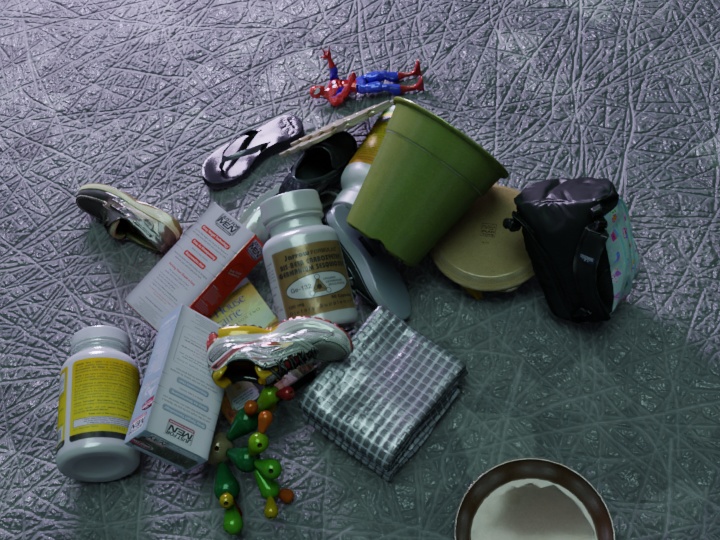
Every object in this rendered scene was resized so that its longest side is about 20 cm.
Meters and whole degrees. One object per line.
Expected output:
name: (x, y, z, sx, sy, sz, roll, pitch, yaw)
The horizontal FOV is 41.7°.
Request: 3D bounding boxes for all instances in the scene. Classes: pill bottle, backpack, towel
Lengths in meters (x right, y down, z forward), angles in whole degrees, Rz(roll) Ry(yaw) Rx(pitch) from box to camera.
pill bottle: (0.037, -0.155, 1.495, 0.110, 0.111, 0.201, 21, 62, 21)
pill bottle: (-0.080, -0.008, 1.363, 0.114, 0.114, 0.201, -14, 82, -1)
backpack: (0.311, -0.027, 1.317, 0.126, 0.201, 0.166, -37, 28, -32)
pill bottle: (-0.367, 0.184, 1.332, 0.112, 0.113, 0.201, -10, 56, 2)
towel: (0.034, 0.161, 1.303, 0.165, 0.086, 0.200, 30, 66, 24)

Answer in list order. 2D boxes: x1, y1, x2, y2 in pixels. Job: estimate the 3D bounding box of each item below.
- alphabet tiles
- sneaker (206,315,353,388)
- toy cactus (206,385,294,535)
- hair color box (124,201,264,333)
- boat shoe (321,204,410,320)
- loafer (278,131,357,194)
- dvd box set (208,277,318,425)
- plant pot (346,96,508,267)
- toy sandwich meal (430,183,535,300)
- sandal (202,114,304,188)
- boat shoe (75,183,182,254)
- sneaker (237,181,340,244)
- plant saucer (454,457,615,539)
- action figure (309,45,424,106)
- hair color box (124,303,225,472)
alphabet tiles: (-0.034, -0.235, 1.527, 0.195, 0.015, 0.200, -31, 12, -27)
sneaker: (-0.107, 0.119, 1.266, 0.198, 0.078, 0.083, -9, 47, 3)
toy cactus: (-0.160, 0.245, 1.273, 0.164, 0.102, 0.202, 7, 86, 38)
hair color box: (-0.244, 0.007, 1.408, 0.101, 0.061, 0.200, 37, 80, 29)
boat shoe: (-0.002, 0.001, 1.418, 0.200, 0.068, 0.074, 53, 36, 4)
loafer: (-0.059, -0.167, 1.481, 0.068, 0.071, 0.201, 33, 46, 7)
dvd box set: (-0.176, 0.119, 1.395, 0.146, 0.029, 0.200, -32, 59, -13)
plant pot: (0.078, -0.114, 1.360, 0.200, 0.200, 0.191, 36, 92, 27)
toy sandwich meal: (0.190, -0.046, 1.431, 0.203, 0.070, 0.206, -4, 60, 6)
sandal: (-0.189, -0.212, 1.608, 0.200, 0.043, 0.076, -36, 59, -15)
boat shoe: (-0.387, -0.084, 1.535, 0.199, 0.073, 0.065, 19, 56, 19)
sneaker: (-0.120, -0.084, 1.500, 0.080, 0.077, 0.200, 41, 72, 19)
plant saucer: (0.218, 0.336, 1.191, 0.199, 0.035, 0.201, -4, 56, 5)
action figure: (0.005, -0.341, 1.636, 0.198, 0.099, 0.066, -11, 54, 4)
hair color box: (-0.239, 0.158, 1.281, 0.061, 0.099, 0.201, -34, 35, 39)
